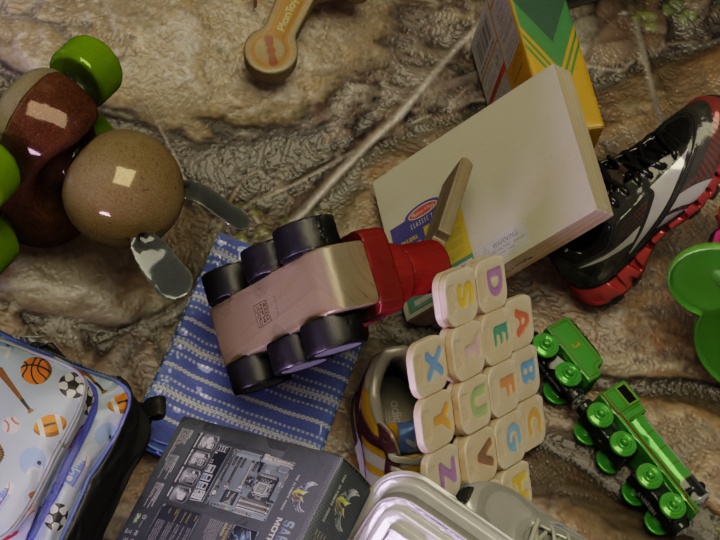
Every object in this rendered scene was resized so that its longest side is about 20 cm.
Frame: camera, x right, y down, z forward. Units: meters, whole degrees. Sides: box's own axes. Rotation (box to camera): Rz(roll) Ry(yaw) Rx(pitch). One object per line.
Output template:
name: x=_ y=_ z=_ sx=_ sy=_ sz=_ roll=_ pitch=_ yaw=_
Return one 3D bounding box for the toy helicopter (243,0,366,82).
toy helicopter: x=-0.058 y=-0.251 z=1.612 sx=0.132 sy=0.079 sz=0.200 roll=21 pitch=65 yaw=4

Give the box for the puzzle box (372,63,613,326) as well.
puzzle box: x=0.100 y=-0.057 z=1.479 sx=0.025 sy=0.200 sz=0.133 roll=16 pitch=53 yaw=-46

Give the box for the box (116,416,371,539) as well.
box: x=-0.102 y=0.211 z=1.318 sx=0.157 sy=0.051 sz=0.200 roll=9 pitch=63 yaw=38

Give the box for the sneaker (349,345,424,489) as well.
sneaker: x=0.037 y=0.155 z=1.401 sx=0.075 sy=0.090 sz=0.201 roll=-12 pitch=64 yaw=-14

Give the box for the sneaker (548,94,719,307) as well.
sneaker: x=0.221 y=-0.065 z=1.493 sx=0.201 sy=0.098 sz=0.071 roll=-50 pitch=42 yaw=9

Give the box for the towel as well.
towel: x=-0.081 y=0.074 z=1.464 sx=0.144 sy=0.024 sz=0.200 roll=20 pitch=61 yaw=2

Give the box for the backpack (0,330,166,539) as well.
backpack: x=-0.270 y=0.129 z=1.339 sx=0.190 sy=0.154 sz=0.200 roll=18 pitch=66 yaw=19

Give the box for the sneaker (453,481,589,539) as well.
sneaker: x=0.152 y=0.212 z=1.345 sx=0.200 sy=0.087 sz=0.075 roll=39 pitch=53 yaw=-20

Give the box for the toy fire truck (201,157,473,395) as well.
toy fire truck: x=0.000 y=0.000 z=1.414 sx=0.199 sy=0.176 sz=0.129 roll=-10 pitch=79 yaw=-34

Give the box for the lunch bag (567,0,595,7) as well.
lunch bag: x=0.226 y=-0.323 z=1.640 sx=0.199 sy=0.164 sz=0.118 roll=-11 pitch=68 yaw=-15

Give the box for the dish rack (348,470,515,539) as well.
dish rack: x=0.059 y=0.256 z=1.313 sx=0.200 sy=0.172 sz=0.044 roll=34 pitch=22 yaw=9

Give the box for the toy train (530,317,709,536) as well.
toy train: x=0.201 y=0.121 z=1.474 sx=0.056 sy=0.042 sz=0.200 roll=-26 pitch=69 yaw=-32

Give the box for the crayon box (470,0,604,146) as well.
crayon box: x=0.148 y=-0.141 z=1.554 sx=0.051 sy=0.126 sz=0.201 roll=-6 pitch=64 yaw=-12

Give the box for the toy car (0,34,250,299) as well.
toy car: x=-0.190 y=-0.054 z=1.433 sx=0.200 sy=0.158 sz=0.164 roll=29 pitch=52 yaw=12

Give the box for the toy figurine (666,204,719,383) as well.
toy figurine: x=0.335 y=-0.020 z=1.512 sx=0.200 sy=0.150 sz=0.184 roll=37 pitch=45 yaw=-22

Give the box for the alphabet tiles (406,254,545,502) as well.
alphabet tiles: x=0.092 y=0.093 z=1.390 sx=0.015 sy=0.195 sz=0.201 roll=-3 pitch=98 yaw=31
